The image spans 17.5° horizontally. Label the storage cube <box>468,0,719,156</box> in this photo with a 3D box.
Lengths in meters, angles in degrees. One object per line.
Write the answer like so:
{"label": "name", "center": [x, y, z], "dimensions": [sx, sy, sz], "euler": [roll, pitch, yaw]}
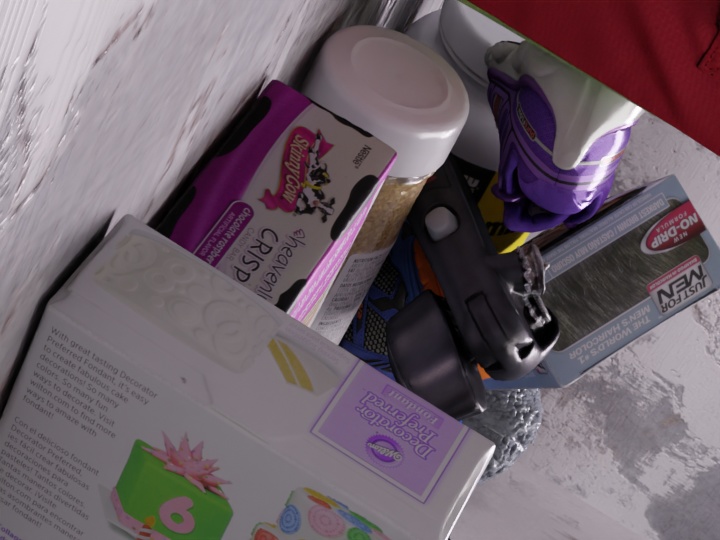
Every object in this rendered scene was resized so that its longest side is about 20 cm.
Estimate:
{"label": "storage cube", "center": [0.120, -0.172, 0.759], "dimensions": [0.200, 0.179, 0.171], "euler": [-55, 175, -31]}

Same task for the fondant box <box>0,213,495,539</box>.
{"label": "fondant box", "center": [-0.060, 0.098, 0.792], "dimensions": [0.058, 0.144, 0.200], "euler": [-54, 174, -47]}

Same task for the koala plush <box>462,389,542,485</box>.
{"label": "koala plush", "center": [0.025, 0.046, 1.506], "dimensions": [0.178, 0.183, 0.200], "euler": [-59, -172, 10]}

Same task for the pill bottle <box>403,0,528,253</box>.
{"label": "pill bottle", "center": [0.054, -0.067, 1.254], "dimensions": [0.113, 0.112, 0.200], "euler": [-55, 174, -46]}

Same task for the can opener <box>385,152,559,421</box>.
{"label": "can opener", "center": [0.036, -0.019, 1.034], "dimensions": [0.200, 0.078, 0.064], "euler": [-105, 175, -46]}

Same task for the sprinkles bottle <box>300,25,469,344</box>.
{"label": "sprinkles bottle", "center": [-0.022, -0.012, 1.022], "dimensions": [0.200, 0.068, 0.068], "euler": [-62, 175, 37]}

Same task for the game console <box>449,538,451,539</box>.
{"label": "game console", "center": [-0.057, 0.114, 1.202], "dimensions": [0.200, 0.118, 0.171], "euler": [-2, 100, -44]}

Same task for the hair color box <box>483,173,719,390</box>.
{"label": "hair color box", "center": [0.104, 0.010, 1.153], "dimensions": [0.099, 0.061, 0.200], "euler": [-31, -178, -8]}

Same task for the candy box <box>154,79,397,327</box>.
{"label": "candy box", "center": [-0.067, 0.042, 0.911], "dimensions": [0.137, 0.061, 0.200], "euler": [-56, 176, -44]}

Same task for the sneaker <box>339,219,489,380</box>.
{"label": "sneaker", "center": [0.000, 0.000, 1.135], "dimensions": [0.078, 0.076, 0.200], "euler": [-26, -152, -1]}

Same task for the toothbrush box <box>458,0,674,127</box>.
{"label": "toothbrush box", "center": [0.111, -0.158, 1.020], "dimensions": [0.086, 0.145, 0.200], "euler": [-61, 177, 27]}

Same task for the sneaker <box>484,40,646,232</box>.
{"label": "sneaker", "center": [0.084, -0.058, 1.075], "dimensions": [0.200, 0.080, 0.084], "euler": [-31, 142, -86]}
